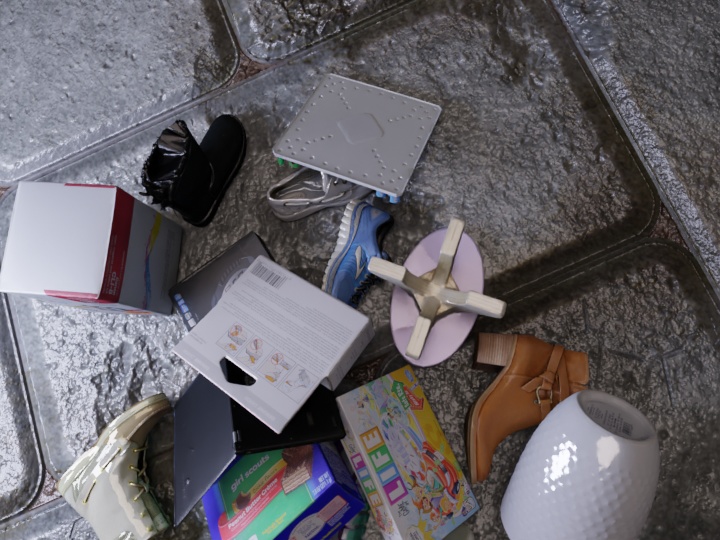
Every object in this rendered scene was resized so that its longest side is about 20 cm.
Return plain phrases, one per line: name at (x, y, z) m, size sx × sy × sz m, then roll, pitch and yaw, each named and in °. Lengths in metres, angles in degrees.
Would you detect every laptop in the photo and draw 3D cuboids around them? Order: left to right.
laptop at (-0.138, 0.187, 0.716) m, size 0.195 × 0.118 × 0.189 m, roll -4°, pitch 36°, yaw -16°

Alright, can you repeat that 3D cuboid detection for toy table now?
toy table at (0.102, 0.027, 0.768) m, size 0.179 × 0.117 × 0.205 m, roll 7°, pitch 79°, yaw 9°

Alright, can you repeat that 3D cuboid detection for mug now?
mug at (0.274, 0.232, 0.667) m, size 0.146 × 0.198 × 0.179 m, roll 31°, pitch 118°, yaw 34°

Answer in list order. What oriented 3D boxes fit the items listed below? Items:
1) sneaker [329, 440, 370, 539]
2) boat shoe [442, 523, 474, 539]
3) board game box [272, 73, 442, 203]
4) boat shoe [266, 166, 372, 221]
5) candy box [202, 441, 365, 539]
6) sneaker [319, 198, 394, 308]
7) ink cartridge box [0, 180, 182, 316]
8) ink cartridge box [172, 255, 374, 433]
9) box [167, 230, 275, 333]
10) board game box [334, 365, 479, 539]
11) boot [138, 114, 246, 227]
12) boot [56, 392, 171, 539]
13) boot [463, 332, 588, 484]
sneaker at (-0.030, 0.304, 0.753) m, size 0.086 × 0.075 × 0.204 m, roll 11°, pitch 68°, yaw 20°
boat shoe at (0.080, 0.412, 0.707) m, size 0.200 × 0.070 × 0.072 m, roll -42°, pitch 104°, yaw -20°
board game box at (0.000, -0.201, 0.838) m, size 0.196 × 0.026 × 0.202 m, roll 19°, pitch 56°, yaw 11°
boat shoe at (-0.047, -0.134, 0.846) m, size 0.197 × 0.069 × 0.072 m, roll -26°, pitch 75°, yaw 1°
candy box at (-0.111, 0.259, 0.712) m, size 0.168 × 0.077 × 0.200 m, roll -40°, pitch 36°, yaw -2°
sneaker at (0.000, 0.000, 0.806) m, size 0.087 × 0.079 × 0.204 m, roll 13°, pitch 79°, yaw 12°
ink cartridge box at (-0.361, -0.021, 0.795) m, size 0.142 × 0.200 × 0.148 m, roll 3°, pitch 80°, yaw 8°
ink cartridge box at (-0.110, 0.091, 0.719) m, size 0.198 × 0.045 × 0.177 m, roll 27°, pitch 64°, yaw 28°
box at (-0.166, 0.071, 0.828) m, size 0.159 × 0.044 × 0.202 m, roll -33°, pitch 76°, yaw 0°
board game box at (0.055, 0.237, 0.720) m, size 0.133 × 0.034 × 0.203 m, roll -14°, pitch 71°, yaw -41°
boot at (-0.240, -0.167, 0.830) m, size 0.072 × 0.163 × 0.202 m, roll 18°, pitch 80°, yaw 9°
boot at (-0.306, 0.287, 0.784) m, size 0.200 × 0.072 × 0.155 m, roll -45°, pitch 75°, yaw 1°
boot at (0.217, 0.186, 0.741) m, size 0.151 × 0.074 × 0.205 m, roll 10°, pitch 81°, yaw 6°
